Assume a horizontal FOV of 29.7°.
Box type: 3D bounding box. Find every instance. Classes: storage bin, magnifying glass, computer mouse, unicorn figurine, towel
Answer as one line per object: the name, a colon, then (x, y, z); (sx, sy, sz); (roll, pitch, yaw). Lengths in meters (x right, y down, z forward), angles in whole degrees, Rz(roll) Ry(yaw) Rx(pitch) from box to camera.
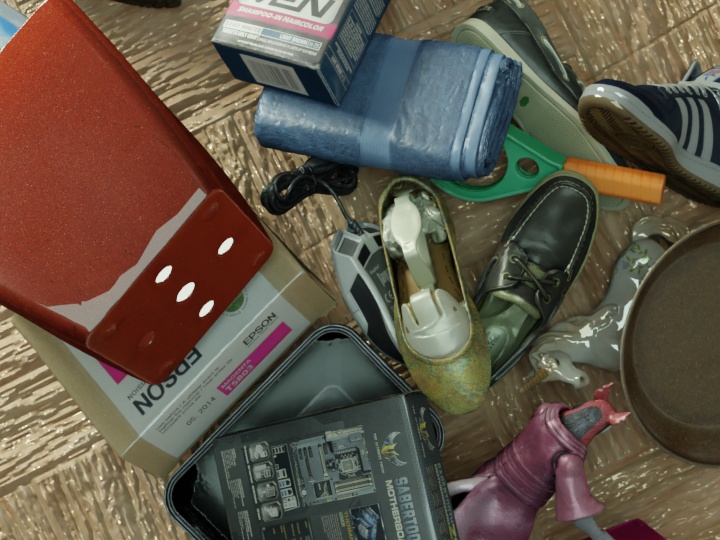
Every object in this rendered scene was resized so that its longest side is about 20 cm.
storage bin: (-0.043, 0.151, 1.079); (0.135, 0.094, 0.200); (45, 89, 1)
magnifying glass: (0.142, -0.082, 1.084); (0.199, 0.022, 0.080); (11, 127, 16)
computer mouse: (0.000, 0.000, 1.094); (0.044, 0.110, 0.200); (-27, 95, 35)
unicorn figurine: (0.219, 0.045, 1.100); (0.137, 0.074, 0.200); (24, 72, 1)
towel: (0.020, -0.130, 1.070); (0.199, 0.049, 0.112); (12, 71, 21)

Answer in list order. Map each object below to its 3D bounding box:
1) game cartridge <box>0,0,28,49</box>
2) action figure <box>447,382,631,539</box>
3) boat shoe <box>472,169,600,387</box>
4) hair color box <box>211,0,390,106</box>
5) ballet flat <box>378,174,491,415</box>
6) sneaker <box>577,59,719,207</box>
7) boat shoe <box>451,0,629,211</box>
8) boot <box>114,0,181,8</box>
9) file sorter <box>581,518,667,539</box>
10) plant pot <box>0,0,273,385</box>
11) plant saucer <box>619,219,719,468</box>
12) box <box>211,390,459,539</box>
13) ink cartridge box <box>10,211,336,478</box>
game cartridge: (-0.330, -0.165, 1.119); (0.200, 0.040, 0.134); (28, 85, 1)
action figure: (0.121, 0.151, 1.040); (0.149, 0.134, 0.200); (26, 115, -28)
boat shoe: (0.128, 0.018, 1.070); (0.072, 0.066, 0.201); (29, 109, -1)
hair color box: (-0.026, -0.237, 1.069); (0.100, 0.061, 0.200); (18, 72, 23)
ballet flat: (0.051, 0.013, 1.048); (0.070, 0.071, 0.201); (-11, 63, 0)
sneaker: (0.249, -0.132, 1.063); (0.200, 0.070, 0.109); (26, 83, -42)
boat shoe: (0.162, -0.137, 1.103); (0.068, 0.072, 0.200); (-43, 96, -30)
boot: (-0.206, -0.330, 1.110); (0.175, 0.066, 0.201); (15, 87, 0)
file sorter: (0.158, 0.295, 1.051); (0.199, 0.139, 0.126); (-20, 90, -1)
plant pot: (-0.181, -0.034, 0.957); (0.176, 0.200, 0.200); (39, 85, 22)
plant saucer: (0.285, 0.053, 1.059); (0.200, 0.037, 0.201); (-3, 102, -16)
box: (-0.010, 0.199, 0.977); (0.157, 0.051, 0.201); (-16, 84, 20)
ink cartridge box: (-0.147, 0.031, 1.063); (0.200, 0.075, 0.165); (-45, 62, -2)
